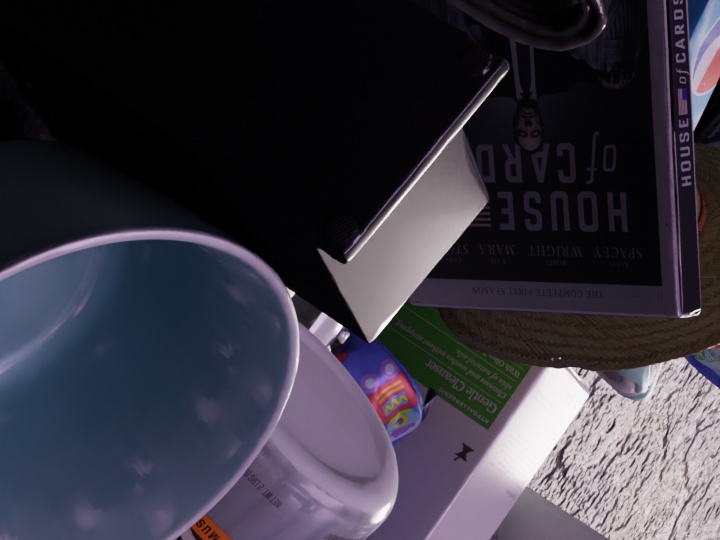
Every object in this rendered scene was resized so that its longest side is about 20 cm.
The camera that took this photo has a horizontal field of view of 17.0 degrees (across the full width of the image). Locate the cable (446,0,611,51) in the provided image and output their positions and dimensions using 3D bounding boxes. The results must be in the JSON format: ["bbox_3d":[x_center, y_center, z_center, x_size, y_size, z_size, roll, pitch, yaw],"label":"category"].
[{"bbox_3d":[0.000,-0.132,0.940,0.097,0.200,0.050,-44,-166,37],"label":"cable"}]

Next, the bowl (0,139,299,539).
[{"bbox_3d":[-0.134,0.030,0.922,0.200,0.105,0.202,-23,141,-20],"label":"bowl"}]

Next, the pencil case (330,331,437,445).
[{"bbox_3d":[-0.054,0.108,1.206,0.200,0.078,0.087,-45,141,-21],"label":"pencil case"}]

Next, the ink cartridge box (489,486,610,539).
[{"bbox_3d":[0.076,0.200,1.397,0.145,0.199,0.145,-56,154,-5],"label":"ink cartridge box"}]

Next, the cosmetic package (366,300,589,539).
[{"bbox_3d":[0.021,0.111,1.308,0.201,0.107,0.085,-56,154,-5],"label":"cosmetic package"}]

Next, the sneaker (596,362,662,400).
[{"bbox_3d":[0.100,0.005,1.287,0.200,0.139,0.078,-59,167,-81],"label":"sneaker"}]

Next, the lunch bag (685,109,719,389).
[{"bbox_3d":[0.259,-0.042,1.526,0.170,0.124,0.200,-46,159,-19],"label":"lunch bag"}]

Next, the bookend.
[{"bbox_3d":[-0.029,-0.046,0.944,0.092,0.199,0.199,-50,152,-12],"label":"bookend"}]

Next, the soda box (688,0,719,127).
[{"bbox_3d":[0.166,-0.136,1.321,0.064,0.068,0.201,-6,125,-57],"label":"soda box"}]

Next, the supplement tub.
[{"bbox_3d":[-0.090,0.114,1.057,0.200,0.123,0.122,-41,159,20],"label":"supplement tub"}]

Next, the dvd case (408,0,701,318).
[{"bbox_3d":[0.078,-0.082,1.053,0.025,0.150,0.202,-10,99,-49],"label":"dvd case"}]

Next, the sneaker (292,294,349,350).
[{"bbox_3d":[0.000,0.000,1.174,0.201,0.080,0.146,-59,150,-7],"label":"sneaker"}]

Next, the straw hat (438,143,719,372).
[{"bbox_3d":[0.121,-0.042,1.201,0.201,0.200,0.085,-41,129,-28],"label":"straw hat"}]
